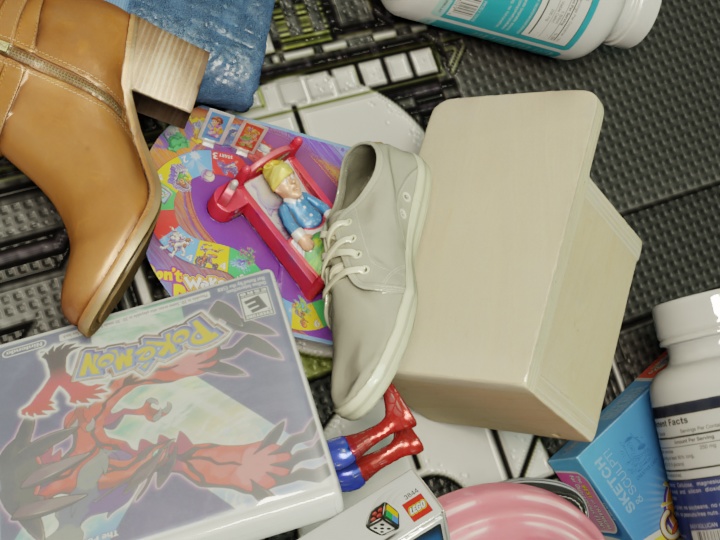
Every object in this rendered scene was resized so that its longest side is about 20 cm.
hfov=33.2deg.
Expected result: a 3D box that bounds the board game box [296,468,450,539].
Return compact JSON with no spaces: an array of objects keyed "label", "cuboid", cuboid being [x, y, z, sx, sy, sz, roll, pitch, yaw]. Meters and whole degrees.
[{"label":"board game box","cuboid":[-0.040,0.195,0.630,0.199,0.127,0.035,-29,53,-13]}]

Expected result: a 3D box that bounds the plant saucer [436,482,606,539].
[{"label":"plant saucer","cuboid":[0.082,0.234,0.756,0.199,0.051,0.202,-5,105,-20]}]

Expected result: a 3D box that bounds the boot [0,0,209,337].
[{"label":"boot","cuboid":[-0.187,-0.073,0.704,0.154,0.077,0.201,18,76,-11]}]

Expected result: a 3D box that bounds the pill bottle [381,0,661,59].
[{"label":"pill bottle","cuboid":[0.120,-0.220,0.886,0.199,0.111,0.111,11,74,-21]}]

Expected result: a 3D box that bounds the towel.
[{"label":"towel","cuboid":[-0.153,-0.179,0.789,0.199,0.049,0.112,15,69,-17]}]

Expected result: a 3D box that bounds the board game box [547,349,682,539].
[{"label":"board game box","cuboid":[0.251,0.174,0.889,0.153,0.040,0.200,-37,94,-26]}]

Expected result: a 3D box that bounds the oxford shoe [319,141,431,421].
[{"label":"oxford shoe","cuboid":[0.000,0.000,0.735,0.058,0.075,0.201,28,50,-24]}]

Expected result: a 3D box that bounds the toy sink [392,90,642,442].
[{"label":"toy sink","cuboid":[0.102,-0.002,0.801,0.112,0.130,0.201,37,62,-47]}]

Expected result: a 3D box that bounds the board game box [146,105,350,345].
[{"label":"board game box","cuboid":[-0.045,-0.037,0.791,0.199,0.039,0.159,14,59,-18]}]

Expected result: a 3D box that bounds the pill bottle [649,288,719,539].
[{"label":"pill bottle","cuboid":[0.261,0.114,0.823,0.110,0.111,0.201,-7,81,-24]}]

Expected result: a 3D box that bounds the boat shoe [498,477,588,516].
[{"label":"boat shoe","cuboid":[0.076,0.176,0.800,0.199,0.066,0.070,-2,79,-23]}]

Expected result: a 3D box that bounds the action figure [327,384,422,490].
[{"label":"action figure","cuboid":[-0.060,0.136,0.739,0.199,0.066,0.052,-31,62,-9]}]

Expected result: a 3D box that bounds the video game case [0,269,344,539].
[{"label":"video game case","cuboid":[-0.125,0.087,0.660,0.199,0.023,0.183,-15,42,-6]}]
